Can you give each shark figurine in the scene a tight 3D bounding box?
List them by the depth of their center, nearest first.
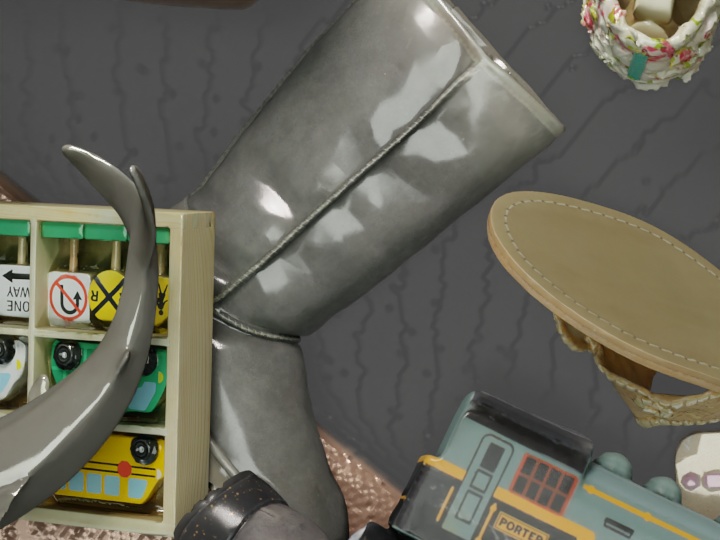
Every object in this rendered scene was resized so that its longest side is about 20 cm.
[{"bbox_3d":[-0.128,0.060,0.754,0.214,0.090,0.128,-38,104,11],"label":"shark figurine"}]

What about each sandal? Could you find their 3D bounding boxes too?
[{"bbox_3d":[0.136,0.041,0.824,0.211,0.078,0.070,19,131,-9],"label":"sandal"}]

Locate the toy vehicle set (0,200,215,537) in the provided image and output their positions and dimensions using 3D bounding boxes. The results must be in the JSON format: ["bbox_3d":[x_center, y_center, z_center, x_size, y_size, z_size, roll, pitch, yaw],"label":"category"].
[{"bbox_3d":[-0.151,0.034,0.835,0.200,0.027,0.125,3,94,26],"label":"toy vehicle set"}]

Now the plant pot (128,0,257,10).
[{"bbox_3d":[-0.105,-0.180,0.789,0.174,0.200,0.201,18,95,-15],"label":"plant pot"}]

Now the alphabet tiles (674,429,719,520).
[{"bbox_3d":[0.182,0.163,0.851,0.195,0.015,0.200,-3,93,5],"label":"alphabet tiles"}]

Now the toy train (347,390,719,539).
[{"bbox_3d":[0.093,0.130,0.813,0.200,0.085,0.114,25,86,3],"label":"toy train"}]

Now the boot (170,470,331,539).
[{"bbox_3d":[-0.019,0.183,0.788,0.132,0.070,0.200,31,135,27],"label":"boot"}]

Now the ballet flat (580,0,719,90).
[{"bbox_3d":[0.133,-0.170,0.813,0.075,0.064,0.200,8,93,6],"label":"ballet flat"}]

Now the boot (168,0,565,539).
[{"bbox_3d":[0.001,0.001,0.838,0.200,0.073,0.182,-38,90,1],"label":"boot"}]
